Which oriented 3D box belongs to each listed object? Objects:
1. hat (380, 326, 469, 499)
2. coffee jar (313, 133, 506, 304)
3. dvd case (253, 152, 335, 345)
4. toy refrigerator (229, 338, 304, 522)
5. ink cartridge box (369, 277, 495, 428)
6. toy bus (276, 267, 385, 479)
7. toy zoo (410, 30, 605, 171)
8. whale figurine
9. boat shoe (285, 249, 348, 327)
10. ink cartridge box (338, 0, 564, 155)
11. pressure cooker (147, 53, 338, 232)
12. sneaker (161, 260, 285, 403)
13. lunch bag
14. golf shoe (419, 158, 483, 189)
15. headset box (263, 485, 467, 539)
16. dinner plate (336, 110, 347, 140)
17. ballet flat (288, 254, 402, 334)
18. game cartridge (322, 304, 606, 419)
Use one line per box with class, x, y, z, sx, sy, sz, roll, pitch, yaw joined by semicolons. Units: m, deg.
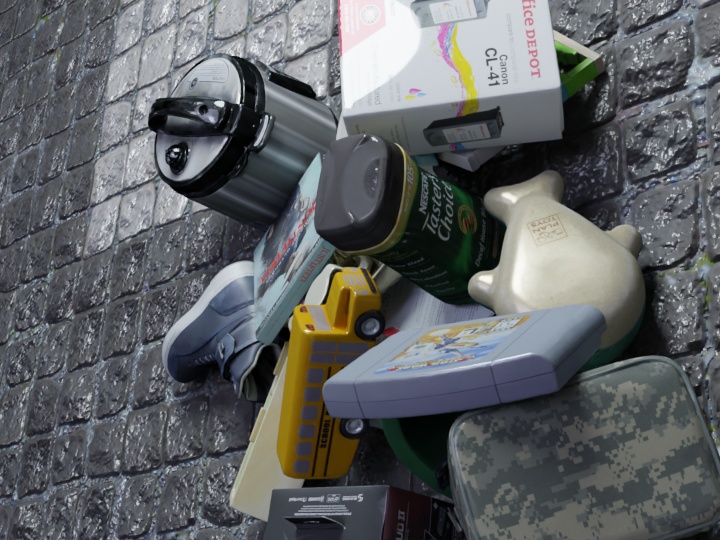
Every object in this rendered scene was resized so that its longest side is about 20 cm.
hat;0.114;0.093;1.180;0.166;0.200;0.176;-54;-4;28
coffee jar;0.046;-0.045;1.180;0.085;0.200;0.105;-10;65;42
dvd case;-0.068;-0.027;1.375;0.146;0.022;0.200;-55;20;21
toy refrigerator;-0.075;0.157;1.354;0.076;0.070;0.201;178;114;-84
ink cartridge box;0.081;0.066;1.273;0.200;0.043;0.197;6;77;45
toy bus;-0.029;0.098;1.243;0.065;0.078;0.201;-114;30;-62
toy zoo;0.125;-0.169;1.281;0.200;0.020;0.131;-37;41;-8
whale figurine;0.173;0.004;1.150;0.159;0.104;0.200;-20;49;0
boat shoe;-0.028;-0.008;1.390;0.074;0.069;0.200;48;115;21
ink cartridge box;0.083;-0.193;1.215;0.199;0.086;0.148;-7;62;8
pressure cooker;-0.140;-0.150;1.491;0.176;0.200;0.179;-40;46;29
sneaker;-0.154;0.107;1.482;0.202;0.077;0.147;-52;53;40
lunch bag;0.162;0.158;0.997;0.199;0.168;0.140;-18;75;0
golf shoe;0.060;-0.116;1.366;0.095;0.078;0.200;-64;32;20
headset box;0.022;0.238;1.133;0.148;0.200;0.075;-12;64;45
dinner plate;0.011;-0.162;1.350;0.200;0.024;0.201;-165;90;-70
ballet flat;0.000;0.000;1.286;0.200;0.069;0.069;-51;41;-4
game cartridge;0.075;0.072;0.997;0.199;0.133;0.042;-11;97;32
